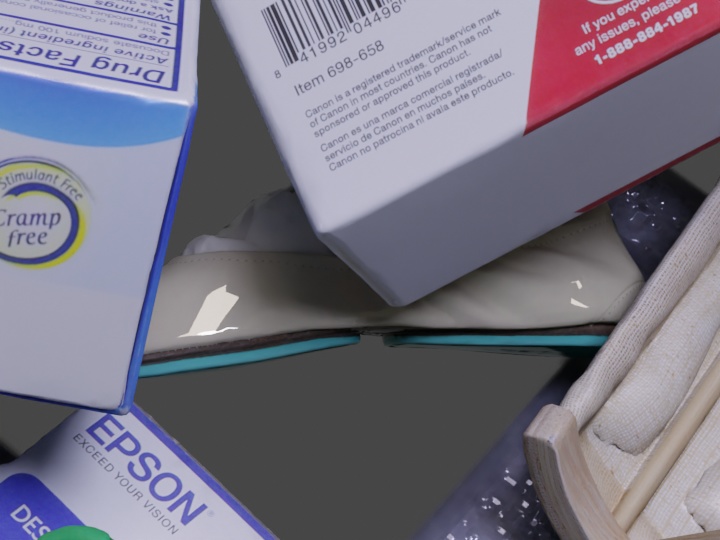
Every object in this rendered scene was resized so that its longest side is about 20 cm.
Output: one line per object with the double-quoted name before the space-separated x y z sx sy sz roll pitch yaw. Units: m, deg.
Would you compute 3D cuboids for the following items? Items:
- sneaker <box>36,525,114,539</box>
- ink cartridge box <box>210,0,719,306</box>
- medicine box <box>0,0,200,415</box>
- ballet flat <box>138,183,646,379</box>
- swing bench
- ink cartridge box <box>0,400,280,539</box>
"sneaker" -0.096 0.151 0.722 0.074 0.084 0.200 -3 46 20
"ink cartridge box" 0.023 -0.114 0.864 0.144 0.084 0.200 -27 68 8
"medicine box" -0.145 -0.057 0.851 0.182 0.103 0.200 10 23 -7
"ballet flat" 0.000 0.000 0.918 0.199 0.070 0.070 -2 56 -24
"swing bench" 0.191 0.039 0.889 0.200 0.130 0.199 4 43 41
"ink cartridge box" -0.079 0.158 0.808 0.198 0.047 0.200 42 55 17
